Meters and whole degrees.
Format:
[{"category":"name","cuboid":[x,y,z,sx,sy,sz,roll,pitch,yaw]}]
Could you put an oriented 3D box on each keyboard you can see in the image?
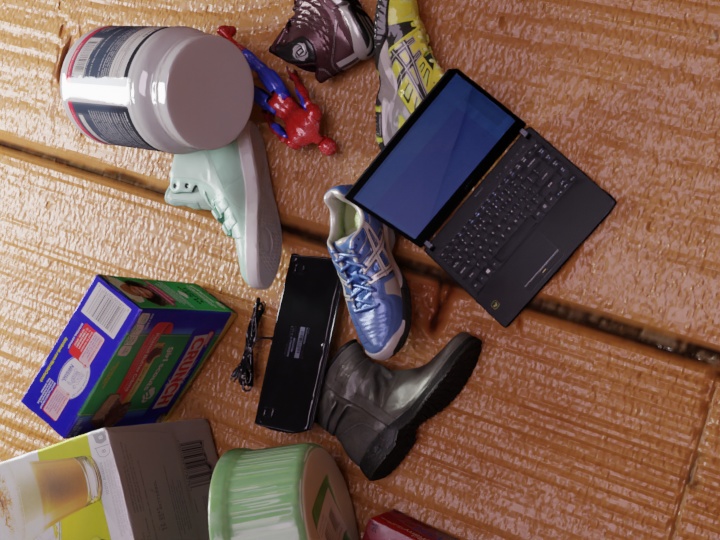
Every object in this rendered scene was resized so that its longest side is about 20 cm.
[{"category":"keyboard","cuboid":[-0.083,0.079,1.276,0.127,0.021,0.200,7,79,33]}]

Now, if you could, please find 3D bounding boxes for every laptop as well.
[{"category":"laptop","cuboid":[0.123,-0.072,1.166,0.200,0.103,0.177,45,104,19]}]

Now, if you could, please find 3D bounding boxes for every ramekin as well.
[{"category":"ramekin","cuboid":[-0.073,0.276,1.184,0.098,0.200,0.200,-14,81,14]}]

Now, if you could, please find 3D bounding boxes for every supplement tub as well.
[{"category":"supplement tub","cuboid":[-0.231,-0.205,1.280,0.200,0.140,0.141,12,92,42]}]

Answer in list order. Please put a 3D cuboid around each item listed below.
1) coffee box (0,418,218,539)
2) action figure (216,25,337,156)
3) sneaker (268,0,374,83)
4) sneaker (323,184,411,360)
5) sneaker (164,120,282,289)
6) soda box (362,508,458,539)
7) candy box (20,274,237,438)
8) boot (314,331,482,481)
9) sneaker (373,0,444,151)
[{"category":"coffee box","cuboid":[-0.278,0.289,1.264,0.198,0.200,0.200,-20,79,21]},{"category":"action figure","cuboid":[-0.097,-0.199,1.298,0.200,0.052,0.065,46,108,19]},{"category":"sneaker","cuboid":[-0.070,-0.301,1.280,0.115,0.076,0.200,-33,75,21]},{"category":"sneaker","cuboid":[0.000,0.000,1.209,0.076,0.077,0.200,-27,64,34]},{"category":"sneaker","cuboid":[-0.160,-0.063,1.301,0.118,0.074,0.201,-14,72,15]},{"category":"soda box","cuboid":[0.096,0.319,1.172,0.200,0.070,0.063,21,96,23]},{"category":"candy box","cuboid":[-0.252,0.095,1.265,0.077,0.200,0.169,37,101,19]},{"category":"boot","cuboid":[0.027,0.116,1.220,0.131,0.068,0.200,44,102,25]},{"category":"sneaker","cuboid":[0.058,-0.221,1.227,0.076,0.075,0.200,-1,97,16]}]
